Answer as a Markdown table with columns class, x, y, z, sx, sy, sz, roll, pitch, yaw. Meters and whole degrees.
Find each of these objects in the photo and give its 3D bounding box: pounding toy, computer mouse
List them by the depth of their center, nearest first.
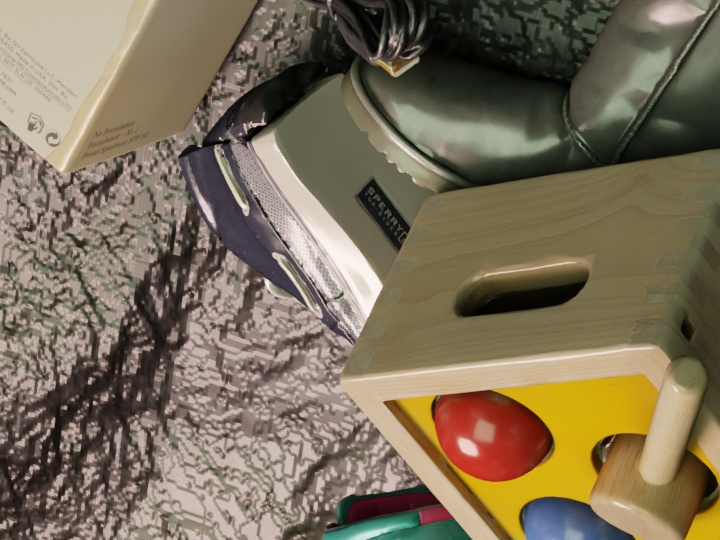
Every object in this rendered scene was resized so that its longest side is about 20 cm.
| class | x | y | z | sx | sy | sz | roll | pitch | yaw |
| --- | --- | --- | --- | --- | --- | --- | --- | --- | --- |
| pounding toy | 0.109 | 0.053 | 1.006 | 0.199 | 0.143 | 0.184 | -8 | 134 | 40 |
| computer mouse | 0.032 | -0.182 | 1.050 | 0.201 | 0.044 | 0.110 | -60 | 36 | 18 |

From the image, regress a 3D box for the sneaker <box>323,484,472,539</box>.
| class | x | y | z | sx | sy | sz | roll | pitch | yaw |
| --- | --- | --- | --- | --- | --- | --- | --- | --- | --- |
| sneaker | 0.022 | 0.162 | 1.182 | 0.200 | 0.083 | 0.121 | 119 | 140 | -56 |

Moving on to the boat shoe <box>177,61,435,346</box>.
| class | x | y | z | sx | sy | sz | roll | pitch | yaw |
| --- | --- | --- | --- | --- | --- | --- | --- | --- | --- |
| boat shoe | 0.000 | 0.000 | 1.151 | 0.093 | 0.075 | 0.201 | -11 | 115 | 55 |

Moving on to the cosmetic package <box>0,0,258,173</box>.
| class | x | y | z | sx | sy | sz | roll | pitch | yaw |
| --- | --- | --- | --- | --- | --- | --- | --- | --- | --- |
| cosmetic package | -0.083 | -0.147 | 1.106 | 0.073 | 0.103 | 0.200 | 41 | 121 | 14 |

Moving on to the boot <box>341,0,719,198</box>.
| class | x | y | z | sx | sy | sz | roll | pitch | yaw |
| --- | --- | --- | --- | --- | --- | --- | --- | --- | --- |
| boot | 0.109 | -0.101 | 1.055 | 0.181 | 0.073 | 0.201 | 29 | 125 | -3 |
